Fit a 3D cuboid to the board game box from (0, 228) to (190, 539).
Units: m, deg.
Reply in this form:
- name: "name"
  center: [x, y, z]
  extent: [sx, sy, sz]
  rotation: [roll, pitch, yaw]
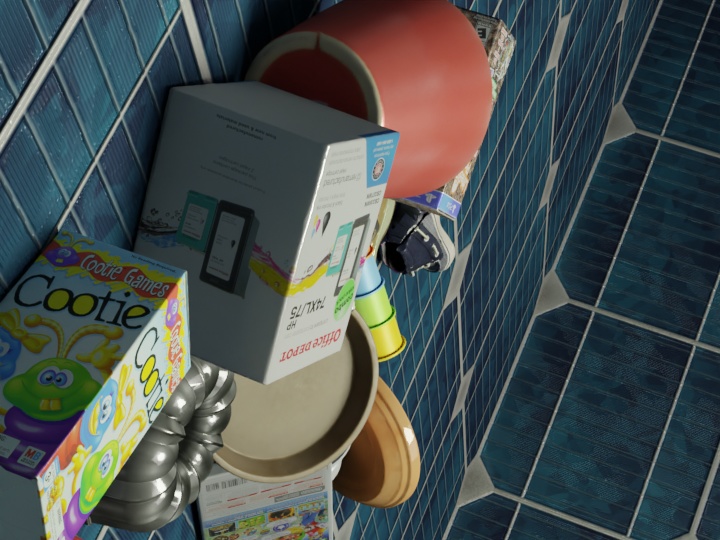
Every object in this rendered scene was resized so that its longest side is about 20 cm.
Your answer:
- name: "board game box"
  center: [-0.206, 0.083, 1.059]
  extent: [0.103, 0.105, 0.200]
  rotation: [94, 19, -44]

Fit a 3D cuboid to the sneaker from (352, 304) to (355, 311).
- name: "sneaker"
  center: [-0.054, -0.024, 1.428]
  extent: [0.200, 0.078, 0.090]
  rotation: [-139, -140, -64]

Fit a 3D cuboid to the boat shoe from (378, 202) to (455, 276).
- name: "boat shoe"
  center: [0.068, -0.026, 2.065]
  extent: [0.093, 0.075, 0.200]
  rotation: [-59, 155, -18]

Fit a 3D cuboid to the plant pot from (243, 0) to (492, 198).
- name: "plant pot"
  center: [-0.003, -0.150, 1.398]
  extent: [0.177, 0.200, 0.201]
  rotation: [-25, 133, -60]

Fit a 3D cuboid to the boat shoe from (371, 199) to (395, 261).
- name: "boat shoe"
  center: [-0.021, -0.013, 1.754]
  extent: [0.076, 0.072, 0.200]
  rotation: [18, 84, -62]

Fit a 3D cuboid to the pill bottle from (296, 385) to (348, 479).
- name: "pill bottle"
  center: [-0.065, 0.150, 1.660]
  extent: [0.200, 0.119, 0.120]
  rotation: [89, 24, -54]

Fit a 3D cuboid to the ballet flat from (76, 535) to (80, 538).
- name: "ballet flat"
  center: [-0.226, 0.282, 1.319]
  extent: [0.200, 0.067, 0.068]
  rotation: [83, 30, -61]

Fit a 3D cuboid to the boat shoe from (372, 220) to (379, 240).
- name: "boat shoe"
  center: [-0.044, 0.012, 1.563]
  extent: [0.200, 0.073, 0.074]
  rotation: [-56, -152, -7]

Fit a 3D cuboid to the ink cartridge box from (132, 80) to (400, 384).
- name: "ink cartridge box"
  center: [-0.082, -0.035, 1.270]
  extent: [0.147, 0.146, 0.200]
  rotation: [-21, 129, -64]

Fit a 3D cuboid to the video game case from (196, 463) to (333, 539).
- name: "video game case"
  center: [-0.100, 0.251, 1.655]
  extent: [0.200, 0.143, 0.018]
  rotation: [90, -17, -51]

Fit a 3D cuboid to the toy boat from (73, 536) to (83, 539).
- name: "toy boat"
  center: [-0.241, 0.283, 1.126]
  extent: [0.131, 0.130, 0.200]
  rotation: [95, 20, -46]

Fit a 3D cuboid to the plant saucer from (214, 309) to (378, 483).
- name: "plant saucer"
  center: [-0.076, 0.107, 1.510]
  extent: [0.029, 0.200, 0.200]
  rotation: [27, -79, 61]

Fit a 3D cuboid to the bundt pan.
- name: "bundt pan"
  center: [-0.168, 0.134, 1.337]
  extent: [0.202, 0.076, 0.202]
  rotation: [19, 90, -77]

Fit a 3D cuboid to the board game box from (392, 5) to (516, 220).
- name: "board game box"
  center: [0.047, -0.172, 1.587]
  extent: [0.097, 0.159, 0.200]
  rotation: [17, 91, -75]

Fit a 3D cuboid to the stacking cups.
- name: "stacking cups"
  center: [0.000, 0.000, 1.697]
  extent: [0.061, 0.060, 0.200]
  rotation: [-52, 134, -54]

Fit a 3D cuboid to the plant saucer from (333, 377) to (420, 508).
- name: "plant saucer"
  center: [-0.016, 0.184, 1.768]
  extent: [0.037, 0.200, 0.200]
  rotation: [-28, 141, -35]
